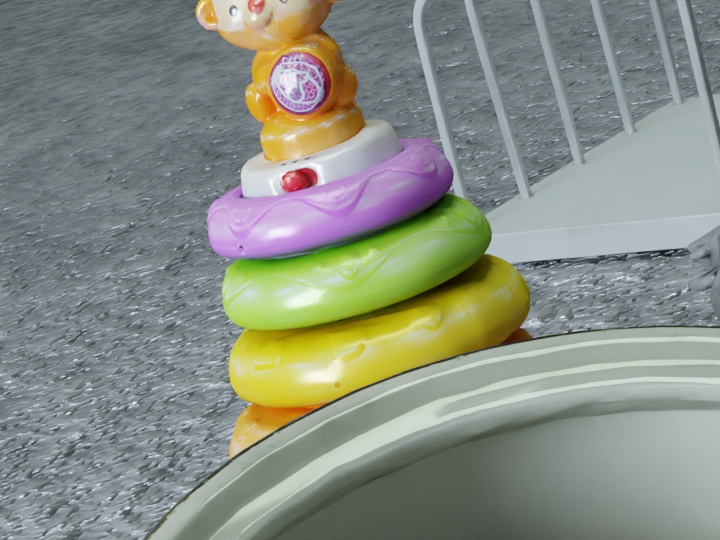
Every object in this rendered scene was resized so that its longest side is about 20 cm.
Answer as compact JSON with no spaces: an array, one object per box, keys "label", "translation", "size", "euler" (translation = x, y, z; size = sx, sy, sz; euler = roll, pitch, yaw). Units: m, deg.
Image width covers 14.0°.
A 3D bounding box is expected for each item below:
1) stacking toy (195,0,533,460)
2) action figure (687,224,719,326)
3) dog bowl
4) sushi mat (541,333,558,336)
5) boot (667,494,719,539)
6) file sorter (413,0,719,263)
[{"label":"stacking toy","translation":[0.000,0.000,0.808],"size":[0.116,0.201,0.110],"euler":[-11,13,23]},{"label":"action figure","translation":[0.187,-0.033,0.983],"size":[0.200,0.069,0.130],"euler":[-38,16,-22]},{"label":"dog bowl","translation":[0.049,0.096,0.528],"size":[0.199,0.074,0.200],"euler":[-6,34,4]},{"label":"sushi mat","translation":[0.081,0.047,0.940],"size":[0.095,0.012,0.200],"euler":[-23,15,-26]},{"label":"boot","translation":[0.098,0.065,0.715],"size":[0.200,0.074,0.155],"euler":[3,-23,-45]},{"label":"file sorter","translation":[0.132,-0.095,1.229],"size":[0.138,0.125,0.200],"euler":[-6,16,37]}]
